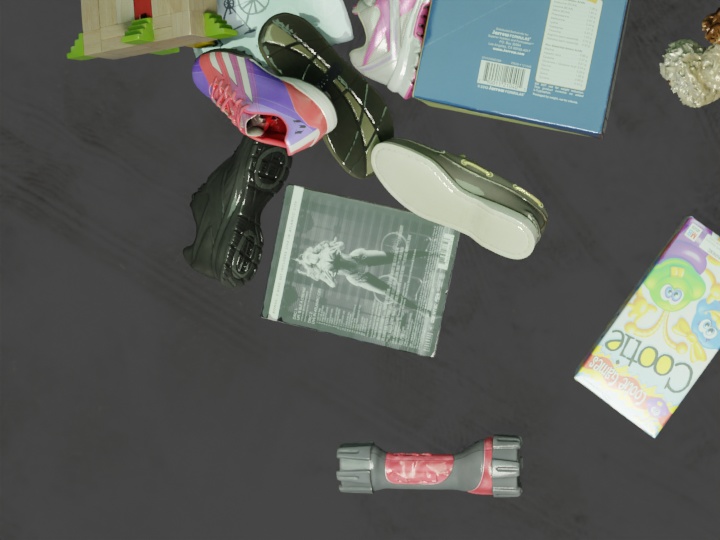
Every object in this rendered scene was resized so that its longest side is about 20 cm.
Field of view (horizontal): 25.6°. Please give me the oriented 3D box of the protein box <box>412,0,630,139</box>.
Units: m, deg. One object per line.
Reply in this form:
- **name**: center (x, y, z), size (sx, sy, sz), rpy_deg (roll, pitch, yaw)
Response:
- **protein box**: center (0.172, -0.254, 1.620), size (0.196, 0.135, 0.203), rpy_deg (12, 94, 9)

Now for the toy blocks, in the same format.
- **toy blocks**: center (-0.229, -0.307, 1.696), size (0.198, 0.099, 0.139), rpy_deg (-5, 88, 32)

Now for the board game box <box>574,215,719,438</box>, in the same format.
- **board game box**: center (0.318, 0.055, 1.624), size (0.103, 0.105, 0.201), rpy_deg (35, 96, 7)

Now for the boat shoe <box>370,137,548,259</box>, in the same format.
- **boat shoe**: center (0.105, -0.085, 1.675), size (0.200, 0.060, 0.073), rpy_deg (30, 136, 10)

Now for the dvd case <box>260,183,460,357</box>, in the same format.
- **dvd case**: center (0.000, 0.000, 1.717), size (0.197, 0.016, 0.151), rpy_deg (13, 95, 8)

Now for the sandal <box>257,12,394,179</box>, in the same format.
- **sandal**: center (-0.034, -0.190, 1.692), size (0.080, 0.057, 0.202), rpy_deg (-39, 101, -10)

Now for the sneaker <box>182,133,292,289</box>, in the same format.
- **sneaker**: center (-0.139, -0.086, 1.708), size (0.090, 0.076, 0.202), rpy_deg (16, 82, 33)

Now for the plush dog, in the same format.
- **plush dog**: center (0.411, -0.191, 1.565), size (0.160, 0.172, 0.200), rpy_deg (-43, 85, 8)

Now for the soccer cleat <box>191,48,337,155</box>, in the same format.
- **soccer cleat**: center (-0.116, -0.176, 1.651), size (0.199, 0.069, 0.073), rpy_deg (26, 54, 34)

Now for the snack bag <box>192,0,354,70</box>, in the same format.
- **snack bag**: center (-0.113, -0.314, 1.721), size (0.186, 0.021, 0.202), rpy_deg (-20, 92, 10)

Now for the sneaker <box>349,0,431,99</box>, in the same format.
- **sneaker**: center (0.038, -0.288, 1.667), size (0.087, 0.081, 0.203), rpy_deg (14, 94, 6)

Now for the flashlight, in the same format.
- **flashlight**: center (0.074, 0.207, 1.687), size (0.197, 0.068, 0.069), rpy_deg (1, 93, 8)
